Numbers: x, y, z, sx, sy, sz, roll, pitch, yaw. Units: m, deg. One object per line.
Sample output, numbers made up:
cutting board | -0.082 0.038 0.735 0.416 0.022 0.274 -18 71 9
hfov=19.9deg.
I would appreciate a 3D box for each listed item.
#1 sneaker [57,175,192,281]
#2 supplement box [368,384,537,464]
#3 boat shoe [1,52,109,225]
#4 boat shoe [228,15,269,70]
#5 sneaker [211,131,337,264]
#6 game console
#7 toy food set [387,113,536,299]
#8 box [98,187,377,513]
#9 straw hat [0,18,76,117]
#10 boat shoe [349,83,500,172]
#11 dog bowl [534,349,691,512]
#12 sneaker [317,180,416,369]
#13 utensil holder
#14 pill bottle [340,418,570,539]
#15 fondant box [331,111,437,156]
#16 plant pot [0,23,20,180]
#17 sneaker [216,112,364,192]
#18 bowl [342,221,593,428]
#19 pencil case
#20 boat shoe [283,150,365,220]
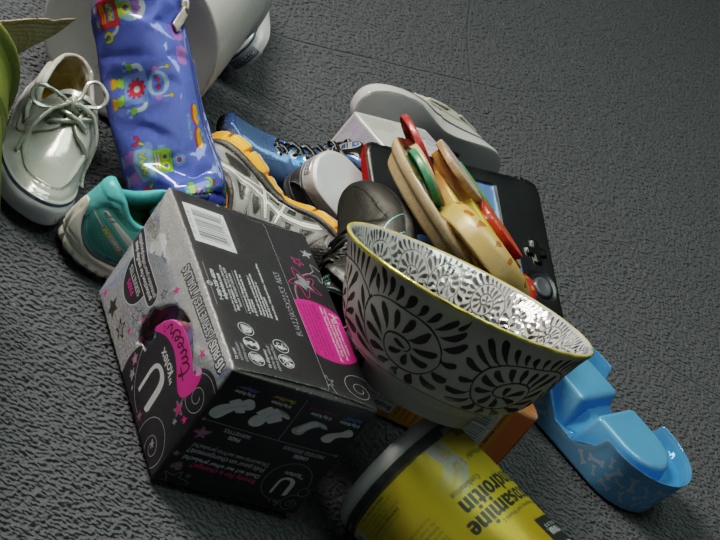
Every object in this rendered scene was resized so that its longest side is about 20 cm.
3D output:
sneaker | -0.137 -0.020 1.599 0.199 0.080 0.078 17 32 -40
supplement box | 0.046 0.086 1.686 0.199 0.069 0.067 28 26 -25
boat shoe | -0.235 -0.116 1.620 0.074 0.086 0.202 30 26 -16
boat shoe | -0.141 -0.281 2.020 0.086 0.074 0.203 42 28 -31
sneaker | -0.084 -0.032 1.709 0.200 0.079 0.077 41 34 19
game console | 0.090 -0.017 1.789 0.199 0.031 0.178 12 62 -36
toy food set | 0.086 -0.035 1.680 0.199 0.049 0.200 59 8 23
box | -0.095 0.058 1.485 0.132 0.115 0.200 18 31 -34
straw hat | -0.305 -0.139 1.559 0.201 0.200 0.086 -16 100 -60
boat shoe | 0.060 -0.147 2.092 0.199 0.072 0.066 19 27 -37
dog bowl | 0.209 0.135 1.843 0.200 0.050 0.111 49 27 22
sneaker | 0.000 0.000 1.603 0.079 0.075 0.201 18 41 -27
utensil holder | -0.175 -0.239 1.811 0.170 0.170 0.200 35 26 -7
pill bottle | 0.088 0.208 1.481 0.200 0.112 0.112 45 26 14
fondant box | 0.070 -0.056 1.946 0.200 0.058 0.144 49 20 24
plant pot | -0.308 -0.049 1.329 0.199 0.200 0.191 16 46 -39
sneaker | -0.040 -0.092 1.839 0.199 0.089 0.079 28 26 -21
bowl | 0.060 0.052 1.481 0.200 0.095 0.201 25 10 -5
pencil case | -0.161 -0.135 1.660 0.078 0.086 0.201 3 74 -63
boat shoe | 0.005 -0.010 1.787 0.200 0.068 0.072 51 50 -10
